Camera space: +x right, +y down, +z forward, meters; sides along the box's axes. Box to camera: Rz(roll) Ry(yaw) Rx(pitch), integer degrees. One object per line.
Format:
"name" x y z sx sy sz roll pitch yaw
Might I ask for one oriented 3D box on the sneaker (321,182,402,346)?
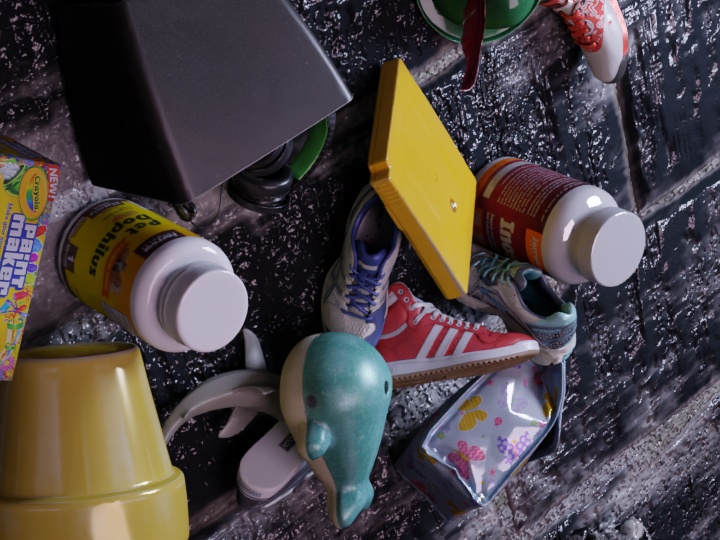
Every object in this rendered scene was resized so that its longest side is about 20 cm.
"sneaker" 0.000 0.000 1.778 0.075 0.088 0.201 10 95 1

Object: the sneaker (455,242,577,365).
"sneaker" 0.166 0.012 1.864 0.078 0.200 0.087 -40 158 -32

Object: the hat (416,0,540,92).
"hat" 0.158 -0.291 1.726 0.165 0.176 0.201 5 106 -24

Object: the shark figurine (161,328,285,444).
"shark figurine" -0.133 0.139 1.721 0.214 0.089 0.129 -19 101 -32

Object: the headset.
"headset" -0.112 -0.114 1.663 0.200 0.094 0.124 -40 151 -28

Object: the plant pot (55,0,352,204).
"plant pot" -0.164 -0.192 1.520 0.200 0.199 0.178 -35 115 -24

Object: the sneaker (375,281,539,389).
"sneaker" 0.092 0.062 1.838 0.071 0.199 0.113 63 19 -72

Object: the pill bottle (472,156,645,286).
"pill bottle" 0.217 -0.052 1.875 0.113 0.200 0.114 -15 116 -35

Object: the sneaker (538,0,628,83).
"sneaker" 0.240 -0.298 1.891 0.108 0.067 0.202 -23 117 -31

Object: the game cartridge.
"game cartridge" 0.066 -0.097 1.781 0.200 0.032 0.177 53 32 -38

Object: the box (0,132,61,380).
"box" -0.387 -0.023 1.436 0.192 0.122 0.201 6 103 -42

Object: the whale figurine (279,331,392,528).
"whale figurine" -0.011 0.162 1.738 0.159 0.103 0.201 -27 106 -66

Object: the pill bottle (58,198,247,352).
"pill bottle" -0.191 0.008 1.557 0.109 0.200 0.110 -16 116 -35

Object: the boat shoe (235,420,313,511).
"boat shoe" -0.063 0.191 1.831 0.200 0.072 0.068 -44 164 -35

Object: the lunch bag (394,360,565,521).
"lunch bag" 0.154 0.181 1.919 0.127 0.170 0.200 43 71 3

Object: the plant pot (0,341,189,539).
"plant pot" -0.265 0.168 1.577 0.200 0.200 0.190 -5 95 -38

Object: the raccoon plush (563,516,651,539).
"raccoon plush" 0.309 0.408 2.238 0.200 0.097 0.134 -47 152 23
